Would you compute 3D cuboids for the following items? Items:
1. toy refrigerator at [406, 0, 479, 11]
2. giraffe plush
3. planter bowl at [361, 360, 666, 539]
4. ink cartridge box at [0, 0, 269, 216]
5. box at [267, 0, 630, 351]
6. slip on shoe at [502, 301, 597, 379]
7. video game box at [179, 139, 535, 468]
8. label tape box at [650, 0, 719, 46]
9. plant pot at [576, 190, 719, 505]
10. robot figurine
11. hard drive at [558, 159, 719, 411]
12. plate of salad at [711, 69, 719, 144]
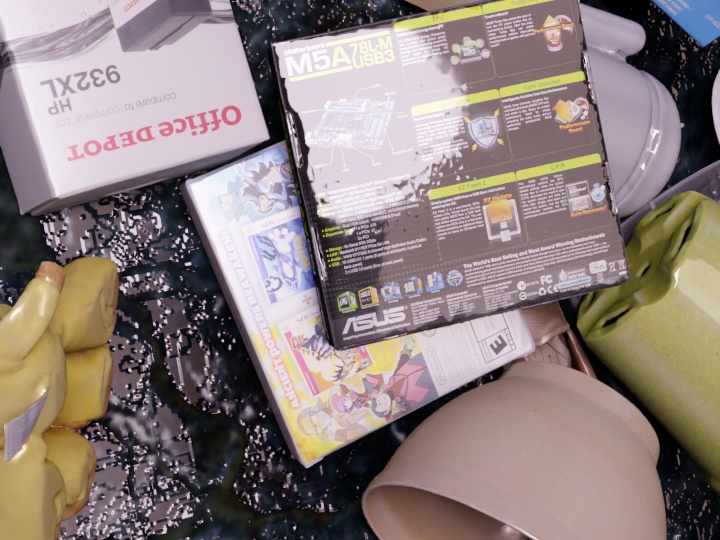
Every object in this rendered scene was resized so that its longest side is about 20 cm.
[{"bbox_3d":[0.062,-0.233,0.858,0.198,0.070,0.077,18,71,-27],"label":"toy refrigerator"},{"bbox_3d":[-0.233,0.061,0.637,0.160,0.200,0.175,9,84,2],"label":"giraffe plush"},{"bbox_3d":[0.117,0.147,0.786,0.200,0.200,0.135,43,62,-18],"label":"planter bowl"},{"bbox_3d":[-0.158,-0.151,0.722,0.144,0.083,0.202,-19,95,-29],"label":"ink cartridge box"},{"bbox_3d":[0.056,-0.065,0.753,0.198,0.048,0.195,-13,92,-6],"label":"box"},{"bbox_3d":[0.124,0.041,0.870,0.075,0.060,0.202,-23,97,-28],"label":"slip on shoe"},{"bbox_3d":[0.000,0.000,0.796,0.181,0.047,0.202,-24,97,-17],"label":"video game box"},{"bbox_3d":[0.215,-0.239,0.872,0.144,0.201,0.063,35,112,-21],"label":"label tape box"},{"bbox_3d":[0.260,0.050,0.838,0.184,0.200,0.201,37,70,-8],"label":"plant pot"},{"bbox_3d":[0.147,-0.105,0.854,0.198,0.113,0.171,19,101,-24],"label":"robot figurine"},{"bbox_3d":[0.242,0.012,0.947,0.199,0.042,0.136,-34,102,-26],"label":"hard drive"},{"bbox_3d":[0.381,-0.106,1.003,0.198,0.048,0.202,13,60,-24],"label":"plate of salad"}]
